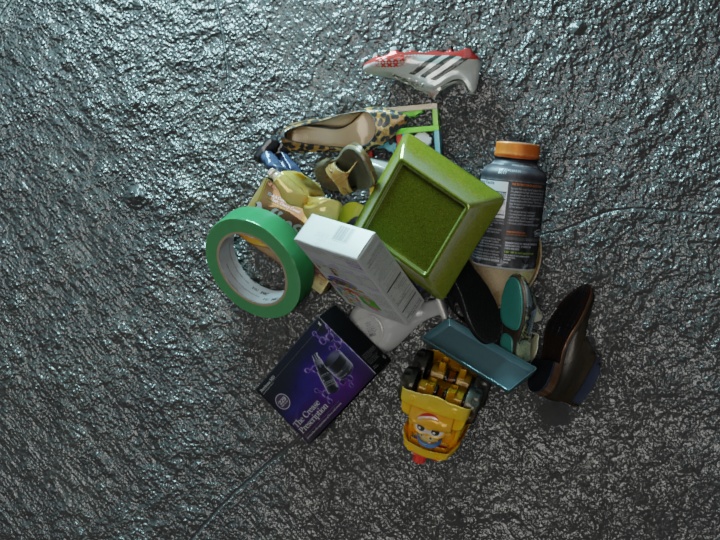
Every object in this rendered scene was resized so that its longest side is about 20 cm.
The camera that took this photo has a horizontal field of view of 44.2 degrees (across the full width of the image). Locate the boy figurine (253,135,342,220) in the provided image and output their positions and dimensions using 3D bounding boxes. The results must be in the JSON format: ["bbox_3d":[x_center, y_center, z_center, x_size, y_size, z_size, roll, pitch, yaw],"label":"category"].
[{"bbox_3d":[-0.106,-0.147,1.512,0.065,0.124,0.200,-53,56,17],"label":"boy figurine"}]

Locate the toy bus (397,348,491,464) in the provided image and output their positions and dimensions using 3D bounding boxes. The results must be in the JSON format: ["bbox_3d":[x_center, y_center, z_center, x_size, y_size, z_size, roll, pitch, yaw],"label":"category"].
[{"bbox_3d":[0.125,0.247,1.477,0.135,0.200,0.193,19,107,13],"label":"toy bus"}]

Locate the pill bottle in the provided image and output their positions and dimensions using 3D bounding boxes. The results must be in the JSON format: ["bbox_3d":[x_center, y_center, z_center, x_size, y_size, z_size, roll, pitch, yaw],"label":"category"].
[{"bbox_3d":[0.240,-0.105,1.419,0.106,0.106,0.201,8,97,13],"label":"pill bottle"}]

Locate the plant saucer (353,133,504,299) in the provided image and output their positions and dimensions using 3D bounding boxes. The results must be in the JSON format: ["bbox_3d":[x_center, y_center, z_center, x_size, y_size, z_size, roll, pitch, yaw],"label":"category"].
[{"bbox_3d":[0.093,-0.084,1.410,0.200,0.048,0.200,37,111,18],"label":"plant saucer"}]

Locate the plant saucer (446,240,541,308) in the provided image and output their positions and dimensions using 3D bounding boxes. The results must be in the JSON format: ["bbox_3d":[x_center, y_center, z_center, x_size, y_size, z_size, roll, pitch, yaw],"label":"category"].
[{"bbox_3d":[0.207,-0.033,1.507,0.199,0.035,0.201,1,96,13],"label":"plant saucer"}]

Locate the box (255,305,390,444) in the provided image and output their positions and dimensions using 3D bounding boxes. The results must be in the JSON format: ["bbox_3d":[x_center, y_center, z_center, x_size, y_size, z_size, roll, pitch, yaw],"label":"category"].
[{"bbox_3d":[-0.067,0.183,1.556,0.141,0.079,0.200,45,116,9],"label":"box"}]

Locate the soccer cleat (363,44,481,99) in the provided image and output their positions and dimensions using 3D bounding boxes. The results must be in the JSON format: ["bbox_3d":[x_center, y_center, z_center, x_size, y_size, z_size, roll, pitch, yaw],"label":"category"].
[{"bbox_3d":[0.102,-0.329,1.491,0.199,0.069,0.086,-1,91,9],"label":"soccer cleat"}]

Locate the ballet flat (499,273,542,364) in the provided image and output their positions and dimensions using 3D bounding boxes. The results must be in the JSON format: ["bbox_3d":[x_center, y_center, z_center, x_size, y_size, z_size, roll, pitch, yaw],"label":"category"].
[{"bbox_3d":[0.268,0.094,1.476,0.074,0.074,0.201,11,116,13],"label":"ballet flat"}]

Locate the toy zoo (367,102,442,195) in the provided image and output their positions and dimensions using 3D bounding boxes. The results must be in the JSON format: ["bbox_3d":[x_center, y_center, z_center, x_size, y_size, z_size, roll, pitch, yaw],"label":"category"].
[{"bbox_3d":[0.077,-0.182,1.533,0.131,0.020,0.201,-3,94,14],"label":"toy zoo"}]

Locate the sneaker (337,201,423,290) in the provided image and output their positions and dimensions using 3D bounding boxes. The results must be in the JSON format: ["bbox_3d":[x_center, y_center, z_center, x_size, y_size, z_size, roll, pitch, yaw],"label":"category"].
[{"bbox_3d":[0.053,-0.046,1.519,0.200,0.082,0.074,43,100,8],"label":"sneaker"}]

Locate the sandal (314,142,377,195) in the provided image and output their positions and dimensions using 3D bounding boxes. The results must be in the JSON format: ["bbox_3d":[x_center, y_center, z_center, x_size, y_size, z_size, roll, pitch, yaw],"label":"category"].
[{"bbox_3d":[-0.033,-0.158,1.482,0.054,0.200,0.080,-41,105,-24],"label":"sandal"}]

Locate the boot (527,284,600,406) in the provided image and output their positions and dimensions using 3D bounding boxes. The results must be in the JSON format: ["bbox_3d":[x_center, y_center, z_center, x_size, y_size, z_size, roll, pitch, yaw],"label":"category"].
[{"bbox_3d":[0.358,0.129,1.480,0.097,0.075,0.201,30,84,-25],"label":"boot"}]

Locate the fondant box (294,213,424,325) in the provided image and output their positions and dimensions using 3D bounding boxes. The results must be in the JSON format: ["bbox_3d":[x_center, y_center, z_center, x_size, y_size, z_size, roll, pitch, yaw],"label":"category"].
[{"bbox_3d":[0.000,0.000,1.458,0.144,0.200,0.058,19,66,40],"label":"fondant box"}]

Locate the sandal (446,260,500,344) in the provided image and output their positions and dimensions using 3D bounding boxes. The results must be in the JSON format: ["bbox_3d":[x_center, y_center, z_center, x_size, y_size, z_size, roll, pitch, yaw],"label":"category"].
[{"bbox_3d":[0.169,0.031,1.476,0.048,0.075,0.201,-36,79,53],"label":"sandal"}]

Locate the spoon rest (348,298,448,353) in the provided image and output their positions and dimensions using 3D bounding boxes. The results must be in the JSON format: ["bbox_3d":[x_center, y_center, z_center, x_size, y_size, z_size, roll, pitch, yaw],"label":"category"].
[{"bbox_3d":[0.067,0.087,1.550,0.199,0.061,0.100,-18,90,28],"label":"spoon rest"}]

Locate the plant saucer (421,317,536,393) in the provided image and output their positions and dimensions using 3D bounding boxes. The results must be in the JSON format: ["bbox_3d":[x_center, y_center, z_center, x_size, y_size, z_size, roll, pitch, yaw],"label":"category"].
[{"bbox_3d":[0.194,0.141,1.471,0.200,0.070,0.019,31,141,41],"label":"plant saucer"}]

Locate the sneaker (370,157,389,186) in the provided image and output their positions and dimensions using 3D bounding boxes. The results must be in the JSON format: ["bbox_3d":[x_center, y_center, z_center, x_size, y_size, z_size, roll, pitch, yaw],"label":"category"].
[{"bbox_3d":[0.071,-0.126,1.491,0.199,0.075,0.089,25,111,17],"label":"sneaker"}]

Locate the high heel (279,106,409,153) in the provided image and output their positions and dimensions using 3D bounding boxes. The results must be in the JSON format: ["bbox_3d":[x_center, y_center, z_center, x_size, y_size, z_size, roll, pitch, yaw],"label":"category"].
[{"bbox_3d":[-0.029,-0.232,1.473,0.199,0.142,0.072,-9,92,27],"label":"high heel"}]

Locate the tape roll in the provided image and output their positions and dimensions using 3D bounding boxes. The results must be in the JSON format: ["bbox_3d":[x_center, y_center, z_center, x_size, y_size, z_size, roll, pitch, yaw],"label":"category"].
[{"bbox_3d":[-0.178,-0.012,1.550,0.200,0.048,0.201,17,128,23],"label":"tape roll"}]

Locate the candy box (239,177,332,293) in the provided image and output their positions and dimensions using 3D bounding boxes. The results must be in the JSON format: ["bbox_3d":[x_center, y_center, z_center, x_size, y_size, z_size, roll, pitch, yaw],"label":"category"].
[{"bbox_3d":[-0.113,-0.063,1.573,0.200,0.055,0.116,36,103,9],"label":"candy box"}]
